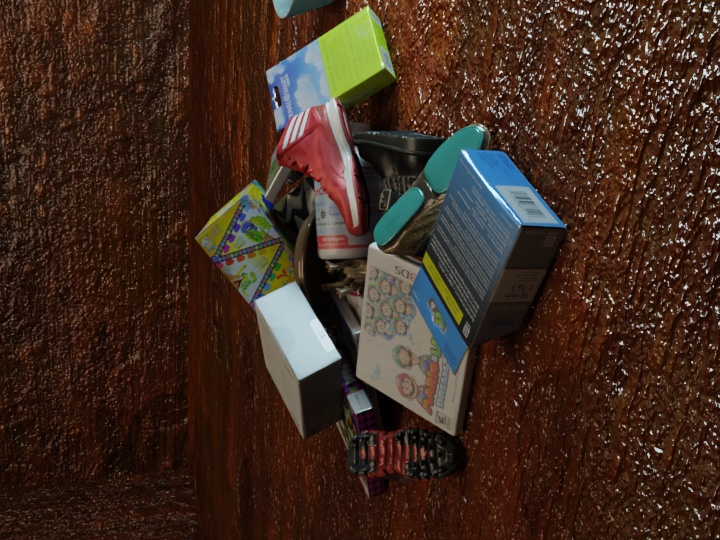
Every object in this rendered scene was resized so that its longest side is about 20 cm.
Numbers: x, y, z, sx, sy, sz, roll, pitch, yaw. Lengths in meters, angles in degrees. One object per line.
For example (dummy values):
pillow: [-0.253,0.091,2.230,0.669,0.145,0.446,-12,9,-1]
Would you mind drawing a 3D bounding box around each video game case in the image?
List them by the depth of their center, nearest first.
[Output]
video game case: [0.071,0.088,0.997,0.180,0.023,0.205,25,121,37]
video game case: [-0.007,0.142,1.240,0.144,0.018,0.204,-122,17,-56]
video game case: [-0.012,0.241,1.263,0.182,0.035,0.204,-122,20,-51]
video game case: [-0.108,-0.240,1.322,0.202,0.022,0.184,-56,18,25]

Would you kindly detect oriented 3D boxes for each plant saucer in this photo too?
plant saucer: [-0.062,-0.008,1.264,0.199,0.029,0.207,0,-90,-70]

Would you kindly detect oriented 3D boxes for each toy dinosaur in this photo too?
toy dinosaur: [0.000,0.000,1.152,0.199,0.099,0.060,6,113,62]

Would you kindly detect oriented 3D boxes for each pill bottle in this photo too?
pill bottle: [-0.019,-0.122,1.194,0.108,0.106,0.206,-179,86,-69]

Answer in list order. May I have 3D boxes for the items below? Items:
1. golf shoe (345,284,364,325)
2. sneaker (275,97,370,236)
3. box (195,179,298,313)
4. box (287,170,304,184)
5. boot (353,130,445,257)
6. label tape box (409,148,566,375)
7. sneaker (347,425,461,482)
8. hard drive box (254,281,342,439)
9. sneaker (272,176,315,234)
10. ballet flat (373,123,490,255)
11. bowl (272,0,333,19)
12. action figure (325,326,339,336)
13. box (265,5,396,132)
golf shoe: [0.033,0.075,1.156,0.200,0.073,0.094,-142,41,-71]
sneaker: [-0.056,-0.138,1.114,0.078,0.113,0.206,28,-131,-73]
box: [-0.184,-0.041,1.395,0.194,0.121,0.200,51,-174,-13]
box: [-0.087,-0.245,1.372,0.140,0.037,0.199,-68,16,-14]
boot: [0.046,-0.110,1.061,0.211,0.077,0.163,-147,56,-64]
label tape box: [0.133,-0.009,0.849,0.146,0.062,0.204,-117,35,-46]
sneaker: [0.074,0.258,1.064,0.198,0.096,0.073,-15,65,46]
hard drive box: [-0.096,0.146,1.204,0.157,0.075,0.202,56,160,30]
sneaker: [-0.054,-0.120,1.351,0.198,0.130,0.080,-39,8,25]
ballet flat: [0.096,-0.093,0.930,0.200,0.064,0.072,-44,47,27]
bowl: [-0.085,-0.538,1.311,0.200,0.102,0.207,176,90,-69]
action figure: [-0.095,0.067,1.437,0.120,0.100,0.203,-64,37,40]
box: [-0.048,-0.299,1.170,0.197,0.047,0.125,-25,64,24]
